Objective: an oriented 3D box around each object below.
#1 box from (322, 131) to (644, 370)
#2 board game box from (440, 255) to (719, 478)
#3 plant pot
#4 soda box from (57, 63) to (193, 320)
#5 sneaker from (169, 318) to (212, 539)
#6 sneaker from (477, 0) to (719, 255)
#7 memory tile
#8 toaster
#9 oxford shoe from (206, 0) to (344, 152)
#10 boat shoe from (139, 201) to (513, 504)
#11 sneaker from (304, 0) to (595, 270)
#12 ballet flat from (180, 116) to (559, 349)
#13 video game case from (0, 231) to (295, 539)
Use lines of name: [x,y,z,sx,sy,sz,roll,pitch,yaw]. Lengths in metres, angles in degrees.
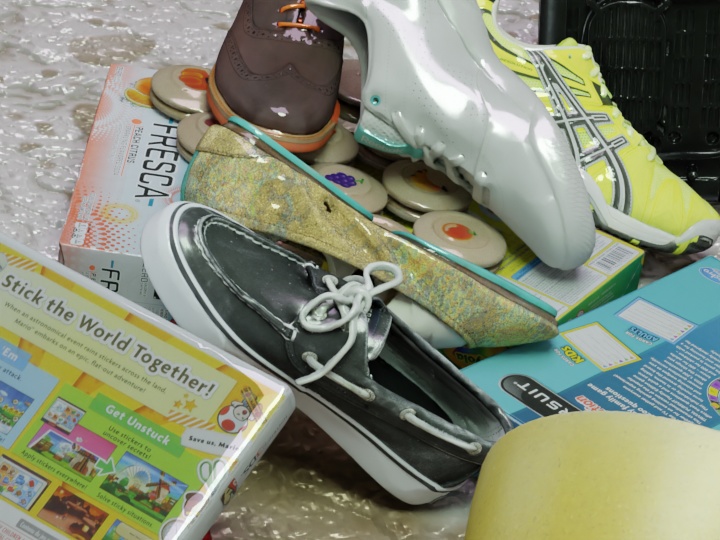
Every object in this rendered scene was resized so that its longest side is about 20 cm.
box: [0.034,-0.008,1.576,0.200,0.048,0.117,27,37,25]
board game box: [0.160,0.073,1.468,0.200,0.047,0.151,-22,42,-38]
plant pot: [0.117,0.173,1.195,0.199,0.200,0.142,16,58,15]
soda box: [-0.115,-0.033,1.569,0.068,0.064,0.200,9,32,-1]
sneaker: [-0.081,0.094,1.380,0.200,0.078,0.115,-31,55,-29]
sneaker: [0.115,-0.079,1.604,0.200,0.077,0.075,33,8,-5]
memory tile: [-0.018,-0.055,1.565,0.153,0.017,0.200,0,34,-23]
toaster: [0.190,-0.131,1.683,0.180,0.201,0.119,1,27,3]
oxford shoe: [-0.040,-0.130,1.587,0.071,0.073,0.200,11,31,-7]
boat shoe: [-0.012,0.031,1.384,0.199,0.068,0.074,44,40,-14]
sneaker: [0.043,-0.075,1.536,0.088,0.075,0.200,-28,76,-16]
ballet flat: [0.000,0.000,1.449,0.200,0.071,0.071,31,30,-11]
video game case: [-0.159,0.083,1.323,0.200,0.023,0.182,27,67,23]
